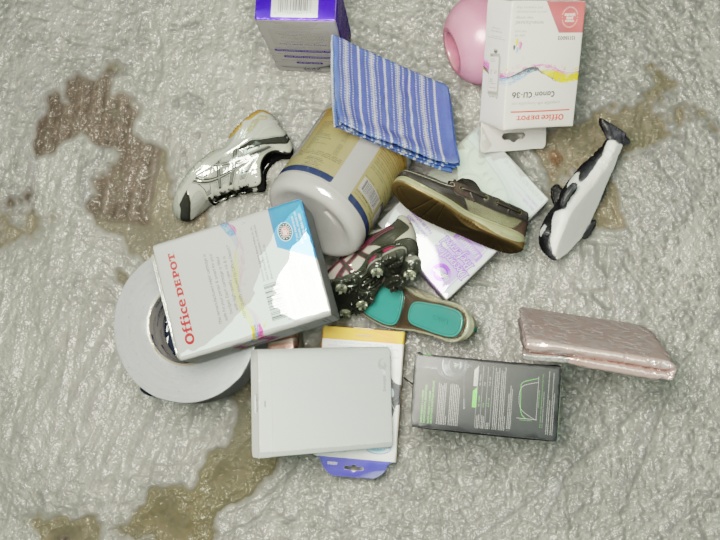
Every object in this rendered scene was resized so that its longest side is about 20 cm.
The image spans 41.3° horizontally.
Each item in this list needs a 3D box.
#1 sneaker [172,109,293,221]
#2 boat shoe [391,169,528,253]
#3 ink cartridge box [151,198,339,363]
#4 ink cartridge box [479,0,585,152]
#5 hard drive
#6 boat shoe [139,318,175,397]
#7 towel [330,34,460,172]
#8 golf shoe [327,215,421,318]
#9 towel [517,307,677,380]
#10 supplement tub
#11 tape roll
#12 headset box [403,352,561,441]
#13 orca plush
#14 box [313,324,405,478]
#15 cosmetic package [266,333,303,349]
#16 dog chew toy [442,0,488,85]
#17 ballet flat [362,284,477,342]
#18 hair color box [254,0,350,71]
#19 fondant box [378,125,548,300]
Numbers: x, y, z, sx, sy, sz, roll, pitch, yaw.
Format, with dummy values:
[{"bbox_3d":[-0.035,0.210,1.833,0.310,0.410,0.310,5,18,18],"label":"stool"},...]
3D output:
[{"bbox_3d":[-0.179,-0.132,1.351,0.200,0.076,0.088,-45,83,-1],"label":"sneaker"},{"bbox_3d":[0.134,-0.088,1.267,0.197,0.073,0.066,27,70,-14],"label":"boat shoe"},{"bbox_3d":[-0.140,0.017,1.173,0.196,0.085,0.148,-16,81,4],"label":"ink cartridge box"},{"bbox_3d":[0.224,-0.253,1.259,0.114,0.067,0.204,-7,111,-22],"label":"ink cartridge box"},{"bbox_3d":[-0.048,0.168,1.240,0.196,0.026,0.135,2,84,-31],"label":"hard drive"},{"bbox_3d":[-0.272,0.075,1.338,0.068,0.084,0.203,23,71,-11],"label":"boat shoe"},{"bbox_3d":[0.047,-0.218,1.249,0.197,0.024,0.148,16,57,-32],"label":"towel"},{"bbox_3d":[0.000,0.000,1.301,0.198,0.077,0.089,-25,43,29],"label":"golf shoe"},{"bbox_3d":[0.298,0.094,1.234,0.187,0.200,0.033,8,101,7],"label":"towel"},{"bbox_3d":[-0.017,-0.137,1.281,0.143,0.145,0.202,29,61,6],"label":"supplement tub"},{"bbox_3d":[-0.220,0.072,1.252,0.195,0.066,0.205,-1,84,7],"label":"tape roll"},{"bbox_3d":[0.152,0.162,1.247,0.195,0.174,0.095,4,84,6],"label":"headset box"},{"bbox_3d":[0.290,-0.115,1.320,0.070,0.104,0.204,26,97,40],"label":"orca plush"},{"bbox_3d":[-0.002,0.182,1.324,0.116,0.041,0.205,4,86,4],"label":"box"},{"bbox_3d":[-0.137,0.042,1.323,0.101,0.087,0.205,-8,83,3],"label":"cosmetic package"},{"bbox_3d":[0.216,-0.338,1.328,0.196,0.125,0.127,-21,83,-7],"label":"dog chew toy"},{"bbox_3d":[0.071,0.056,1.318,0.197,0.062,0.069,23,95,29],"label":"ballet flat"},{"bbox_3d":[-0.074,-0.333,1.302,0.107,0.200,0.066,3,82,4],"label":"hair color box"},{"bbox_3d":[0.142,-0.077,1.332,0.200,0.058,0.145,-44,83,-1],"label":"fondant box"}]
